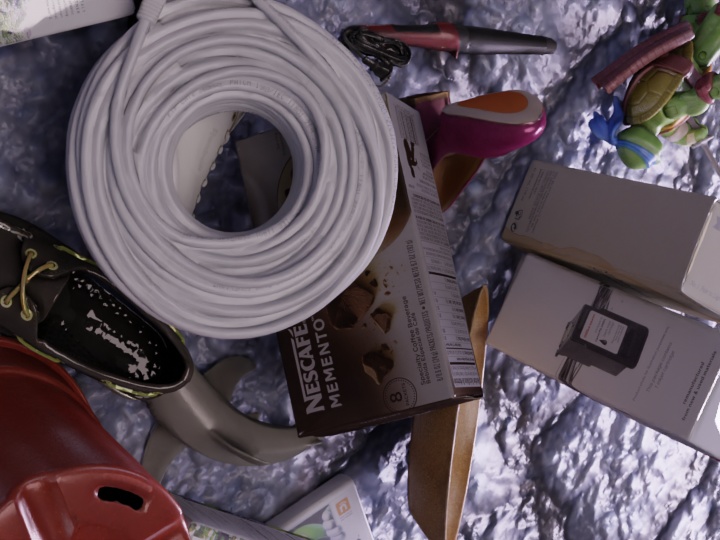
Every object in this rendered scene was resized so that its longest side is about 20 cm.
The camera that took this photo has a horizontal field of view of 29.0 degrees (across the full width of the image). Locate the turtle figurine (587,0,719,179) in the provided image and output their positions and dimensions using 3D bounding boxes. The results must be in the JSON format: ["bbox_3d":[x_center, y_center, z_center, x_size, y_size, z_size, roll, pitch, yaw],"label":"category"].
[{"bbox_3d":[0.299,-0.151,1.128,0.196,0.198,0.144,-68,159,-7],"label":"turtle figurine"}]

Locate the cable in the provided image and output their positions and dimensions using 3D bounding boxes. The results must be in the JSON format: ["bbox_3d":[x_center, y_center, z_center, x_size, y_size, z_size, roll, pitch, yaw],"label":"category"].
[{"bbox_3d":[-0.078,-0.062,0.835,0.199,0.069,0.201,34,83,-9],"label":"cable"}]

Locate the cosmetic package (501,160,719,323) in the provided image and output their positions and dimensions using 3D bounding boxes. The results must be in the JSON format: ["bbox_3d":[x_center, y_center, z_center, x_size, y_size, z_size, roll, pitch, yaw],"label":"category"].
[{"bbox_3d":[0.213,-0.021,1.060,0.103,0.199,0.074,25,88,-34],"label":"cosmetic package"}]

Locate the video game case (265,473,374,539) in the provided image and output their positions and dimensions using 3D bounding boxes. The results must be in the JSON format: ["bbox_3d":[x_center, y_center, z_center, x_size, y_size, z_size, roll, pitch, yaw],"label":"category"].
[{"bbox_3d":[-0.060,0.281,1.052,0.199,0.023,0.184,-30,115,-25],"label":"video game case"}]

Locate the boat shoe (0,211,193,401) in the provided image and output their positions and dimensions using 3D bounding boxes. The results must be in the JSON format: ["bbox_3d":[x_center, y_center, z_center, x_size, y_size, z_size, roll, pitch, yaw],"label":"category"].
[{"bbox_3d":[-0.190,0.016,0.861,0.200,0.060,0.072,32,74,-22],"label":"boat shoe"}]

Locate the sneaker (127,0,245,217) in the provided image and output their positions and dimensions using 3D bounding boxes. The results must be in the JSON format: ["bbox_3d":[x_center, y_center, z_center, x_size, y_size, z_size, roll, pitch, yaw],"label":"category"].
[{"bbox_3d":[-0.108,-0.083,0.906,0.084,0.073,0.203,1,99,-31],"label":"sneaker"}]

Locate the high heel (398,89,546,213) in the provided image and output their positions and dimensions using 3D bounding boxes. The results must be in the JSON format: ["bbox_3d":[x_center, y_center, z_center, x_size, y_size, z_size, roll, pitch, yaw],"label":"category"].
[{"bbox_3d":[0.076,-0.072,0.959,0.067,0.199,0.097,-15,103,-23],"label":"high heel"}]

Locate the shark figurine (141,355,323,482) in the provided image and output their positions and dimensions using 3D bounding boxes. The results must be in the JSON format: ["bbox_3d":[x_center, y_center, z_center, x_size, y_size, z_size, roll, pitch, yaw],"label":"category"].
[{"bbox_3d":[-0.067,0.112,0.973,0.212,0.089,0.130,12,95,-33],"label":"shark figurine"}]

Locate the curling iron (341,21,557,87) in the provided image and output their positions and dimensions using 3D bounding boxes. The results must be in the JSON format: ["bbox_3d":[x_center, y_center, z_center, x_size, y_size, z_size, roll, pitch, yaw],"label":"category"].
[{"bbox_3d":[0.068,-0.163,1.033,0.198,0.026,0.050,-8,69,-36],"label":"curling iron"}]

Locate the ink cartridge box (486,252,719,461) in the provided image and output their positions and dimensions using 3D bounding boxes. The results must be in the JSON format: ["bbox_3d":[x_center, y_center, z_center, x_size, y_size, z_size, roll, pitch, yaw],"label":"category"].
[{"bbox_3d":[0.217,0.072,1.073,0.145,0.199,0.084,27,88,-47],"label":"ink cartridge box"}]

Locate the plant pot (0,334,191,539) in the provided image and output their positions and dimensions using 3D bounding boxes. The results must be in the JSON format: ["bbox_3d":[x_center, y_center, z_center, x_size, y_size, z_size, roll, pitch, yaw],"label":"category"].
[{"bbox_3d":[-0.205,0.158,0.817,0.199,0.194,0.204,-9,106,-33],"label":"plant pot"}]

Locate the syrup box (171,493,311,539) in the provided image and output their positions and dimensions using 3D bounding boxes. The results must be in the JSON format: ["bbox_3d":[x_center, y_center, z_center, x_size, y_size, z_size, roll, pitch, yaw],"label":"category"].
[{"bbox_3d":[-0.067,0.224,0.963,0.199,0.081,0.080,25,86,-34],"label":"syrup box"}]

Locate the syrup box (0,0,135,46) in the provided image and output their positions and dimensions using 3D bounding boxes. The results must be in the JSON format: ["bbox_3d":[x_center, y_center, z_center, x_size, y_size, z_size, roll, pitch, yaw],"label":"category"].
[{"bbox_3d":[-0.237,-0.167,0.796,0.198,0.081,0.080,-21,113,-29],"label":"syrup box"}]

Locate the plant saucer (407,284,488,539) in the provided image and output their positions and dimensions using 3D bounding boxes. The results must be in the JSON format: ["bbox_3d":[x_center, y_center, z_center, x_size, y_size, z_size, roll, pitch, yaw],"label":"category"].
[{"bbox_3d":[0.064,0.109,1.032,0.035,0.200,0.203,8,99,10],"label":"plant saucer"}]

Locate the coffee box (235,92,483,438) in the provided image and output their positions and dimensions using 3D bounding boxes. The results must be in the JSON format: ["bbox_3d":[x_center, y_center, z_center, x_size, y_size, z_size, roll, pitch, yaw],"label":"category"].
[{"bbox_3d":[0.000,0.000,0.921,0.080,0.112,0.203,10,66,-70],"label":"coffee box"}]
